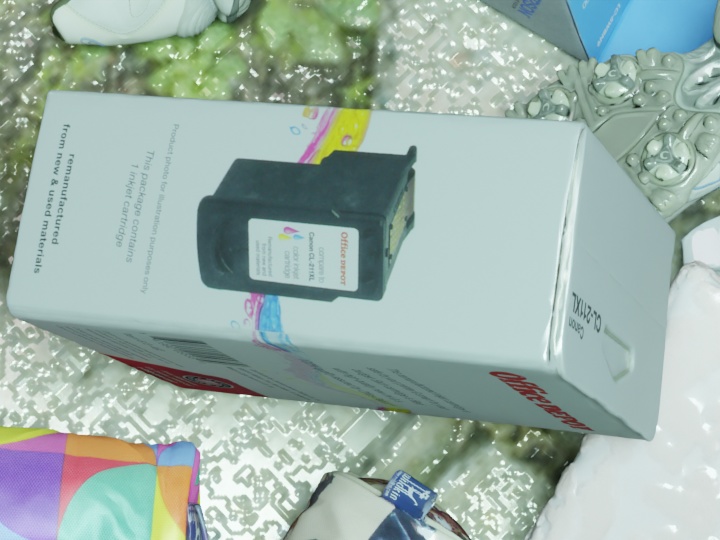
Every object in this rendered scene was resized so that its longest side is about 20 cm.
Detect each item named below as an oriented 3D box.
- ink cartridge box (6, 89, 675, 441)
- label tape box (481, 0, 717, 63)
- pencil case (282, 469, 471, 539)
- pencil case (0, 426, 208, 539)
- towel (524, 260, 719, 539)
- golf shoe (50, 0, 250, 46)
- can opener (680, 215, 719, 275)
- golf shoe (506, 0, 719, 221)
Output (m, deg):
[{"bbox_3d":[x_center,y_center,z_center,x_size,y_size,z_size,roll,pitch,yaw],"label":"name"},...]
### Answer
[{"bbox_3d":[0.000,0.000,0.766,0.198,0.146,0.084,5,78,22],"label":"ink cartridge box"},{"bbox_3d":[0.082,-0.181,0.888,0.199,0.063,0.145,29,78,-1],"label":"label tape box"},{"bbox_3d":[-0.022,0.172,0.799,0.078,0.089,0.201,41,73,-39],"label":"pencil case"},{"bbox_3d":[-0.150,0.097,0.799,0.198,0.088,0.089,6,79,-3],"label":"pencil case"},{"bbox_3d":[0.156,0.128,0.815,0.190,0.032,0.201,30,99,7],"label":"towel"},{"bbox_3d":[-0.110,-0.186,0.863,0.096,0.078,0.202,-17,81,-4],"label":"golf shoe"},{"bbox_3d":[0.162,0.071,0.850,0.053,0.067,0.202,-2,80,-7],"label":"can opener"},{"bbox_3d":[0.137,-0.053,0.860,0.199,0.097,0.079,-32,59,15],"label":"golf shoe"}]
